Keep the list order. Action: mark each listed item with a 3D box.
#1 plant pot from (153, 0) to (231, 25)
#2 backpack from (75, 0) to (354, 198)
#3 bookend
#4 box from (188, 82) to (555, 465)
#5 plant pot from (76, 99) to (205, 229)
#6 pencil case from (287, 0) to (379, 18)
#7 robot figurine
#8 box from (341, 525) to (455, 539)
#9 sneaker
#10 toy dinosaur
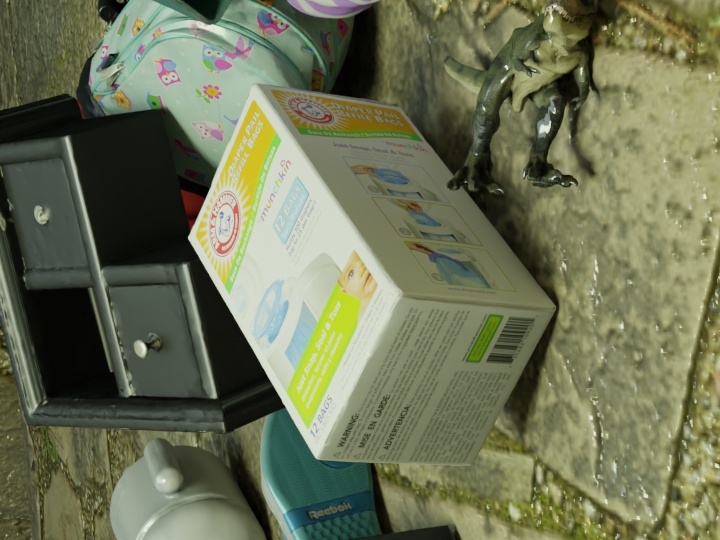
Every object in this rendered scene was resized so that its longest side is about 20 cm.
[{"bbox_3d":[-0.154,-0.255,1.208,0.200,0.141,0.142,22,81,50],"label":"plant pot"},{"bbox_3d":[-0.084,-0.130,1.298,0.200,0.167,0.127,-40,30,54],"label":"backpack"},{"bbox_3d":[-0.135,-0.009,1.231,0.200,0.092,0.199,-1,105,45],"label":"bookend"},{"bbox_3d":[0.000,0.000,1.097,0.200,0.101,0.113,57,130,44],"label":"box"},{"bbox_3d":[-0.164,-0.014,1.557,0.183,0.200,0.201,56,149,40],"label":"plant pot"},{"bbox_3d":[0.006,-0.195,1.118,0.084,0.085,0.200,64,164,0],"label":"pencil case"},{"bbox_3d":[-0.143,0.222,1.692,0.170,0.113,0.200,70,171,-27],"label":"robot figurine"},{"bbox_3d":[-0.028,0.237,1.178,0.122,0.200,0.106,-115,26,-46],"label":"box"},{"bbox_3d":[-0.031,0.195,1.384,0.131,0.079,0.200,110,150,-52],"label":"sneaker"},{"bbox_3d":[0.077,-0.083,0.997,0.200,0.047,0.088,158,119,-73],"label":"toy dinosaur"}]
